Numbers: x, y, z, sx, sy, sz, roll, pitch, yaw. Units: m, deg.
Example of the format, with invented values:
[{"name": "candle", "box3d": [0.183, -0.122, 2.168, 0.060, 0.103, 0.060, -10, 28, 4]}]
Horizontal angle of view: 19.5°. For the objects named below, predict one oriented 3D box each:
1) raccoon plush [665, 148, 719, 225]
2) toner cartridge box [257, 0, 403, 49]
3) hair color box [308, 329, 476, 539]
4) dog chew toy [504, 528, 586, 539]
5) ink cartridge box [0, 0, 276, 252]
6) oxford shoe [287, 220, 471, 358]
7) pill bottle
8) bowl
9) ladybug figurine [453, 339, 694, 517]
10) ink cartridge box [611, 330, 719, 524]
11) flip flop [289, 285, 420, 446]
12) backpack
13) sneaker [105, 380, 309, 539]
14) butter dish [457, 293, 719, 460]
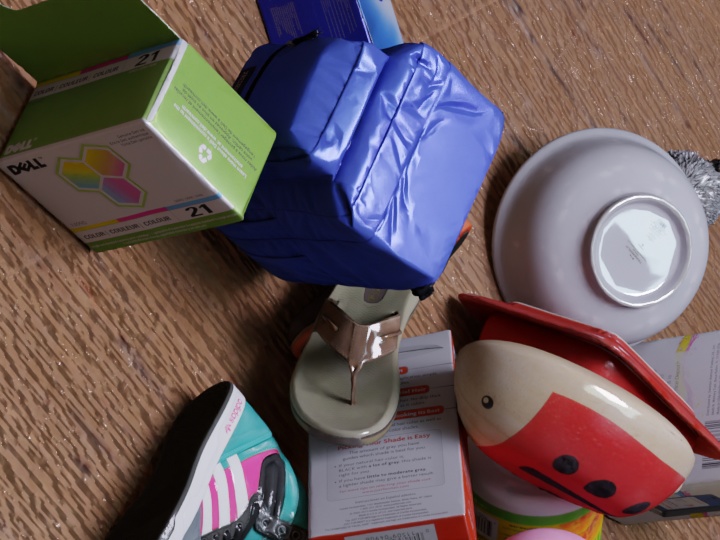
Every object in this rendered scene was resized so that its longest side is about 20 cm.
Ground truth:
[{"name": "raccoon plush", "box3d": [0.290, -0.070, 1.882, 0.097, 0.200, 0.134, 52, 16, -4]}, {"name": "toner cartridge box", "box3d": [-0.010, -0.150, 1.608, 0.043, 0.095, 0.200, -28, 103, -51]}, {"name": "hair color box", "box3d": [0.022, 0.134, 1.498, 0.200, 0.111, 0.064, -91, 170, -52]}, {"name": "dog chew toy", "box3d": [0.130, 0.237, 1.465, 0.200, 0.124, 0.125, 69, 26, -66]}, {"name": "ink cartridge box", "box3d": [-0.177, -0.109, 1.353, 0.200, 0.148, 0.076, 44, 51, -34]}, {"name": "oxford shoe", "box3d": [0.000, 0.000, 1.623, 0.073, 0.071, 0.200, 43, 48, 10]}, {"name": "pill bottle", "box3d": [0.129, 0.214, 1.625, 0.111, 0.111, 0.200, -49, 149, -45]}, {"name": "bowl", "box3d": [0.220, -0.020, 1.785, 0.201, 0.090, 0.202, -2, 98, -19]}, {"name": "ladybug figurine", "box3d": [0.148, 0.118, 1.481, 0.200, 0.136, 0.072, 29, 72, -18]}, {"name": "ink cartridge box", "box3d": [0.298, 0.136, 1.832, 0.087, 0.200, 0.146, 35, 55, -45]}, {"name": "flip flop", "box3d": [0.002, 0.041, 1.505, 0.058, 0.081, 0.200, 89, 18, -50]}, {"name": "backpack", "box3d": [-0.025, -0.086, 1.490, 0.168, 0.200, 0.163, 41, 66, -28]}, {"name": "sneaker", "box3d": [-0.099, 0.185, 1.431, 0.121, 0.084, 0.200, 47, 47, -21]}, {"name": "butter dish", "box3d": [0.163, 0.131, 1.711, 0.200, 0.199, 0.148, 43, 74, -36]}]
